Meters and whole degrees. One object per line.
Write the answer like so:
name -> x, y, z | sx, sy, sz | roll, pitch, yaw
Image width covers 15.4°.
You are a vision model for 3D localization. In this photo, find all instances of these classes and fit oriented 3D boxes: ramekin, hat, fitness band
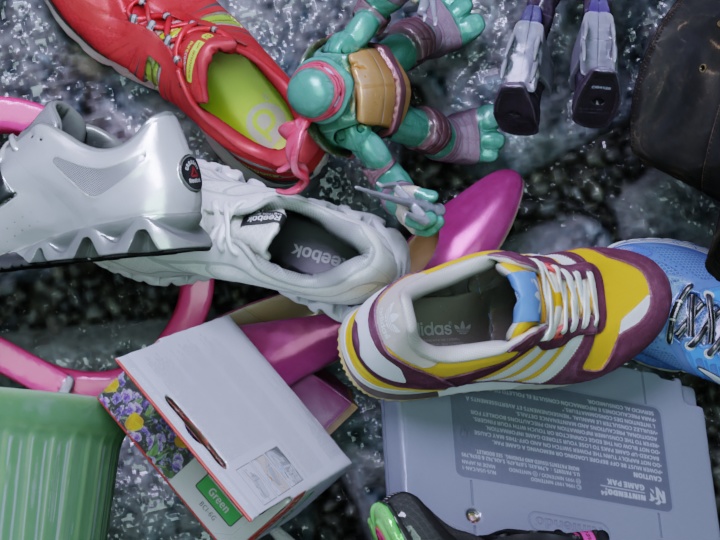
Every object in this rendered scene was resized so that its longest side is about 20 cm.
ramekin -> -0.222, 0.113, 1.406 | 0.199, 0.200, 0.098 | 4, 84, -5
hat -> 0.195, -0.100, 1.469 | 0.081, 0.201, 0.201 | 17, 87, 11
fitness band -> -0.178, -0.011, 1.499 | 0.200, 0.037, 0.144 | 31, 86, -5

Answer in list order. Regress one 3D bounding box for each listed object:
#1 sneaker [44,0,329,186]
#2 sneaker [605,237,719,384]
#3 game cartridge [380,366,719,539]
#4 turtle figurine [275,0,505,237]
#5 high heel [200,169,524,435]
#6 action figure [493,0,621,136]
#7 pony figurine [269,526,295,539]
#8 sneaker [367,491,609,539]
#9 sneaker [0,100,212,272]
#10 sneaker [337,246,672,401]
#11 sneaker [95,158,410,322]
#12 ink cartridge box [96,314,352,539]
sneaker -> -0.093, -0.126, 1.484 | 0.200, 0.085, 0.077 | 38, 85, -3
sneaker -> 0.220, 0.033, 1.506 | 0.199, 0.089, 0.079 | 19, 87, -2
game cartridge -> 0.103, 0.108, 1.467 | 0.199, 0.040, 0.134 | 12, 52, -22
turtle figurine -> 0.015, -0.099, 1.439 | 0.100, 0.200, 0.150 | 6, 98, 22
high heel -> 0.000, 0.000, 1.497 | 0.096, 0.067, 0.200 | 42, 99, -17
action figure -> 0.121, -0.173, 1.490 | 0.130, 0.069, 0.201 | 0, 59, 13
pony figurine -> 0.043, 0.217, 1.468 | 0.199, 0.167, 0.194 | -8, 75, -15
sneaker -> 0.089, 0.161, 1.385 | 0.200, 0.077, 0.084 | 31, 93, -21
sneaker -> -0.174, -0.043, 1.425 | 0.199, 0.074, 0.089 | -7, 90, 20
sneaker -> 0.091, 0.024, 1.418 | 0.199, 0.090, 0.075 | -13, 79, -25
sneaker -> -0.073, -0.023, 1.446 | 0.199, 0.081, 0.075 | 10, 86, 9
ink cartridge box -> -0.077, 0.087, 1.378 | 0.050, 0.200, 0.109 | -42, 84, 13
